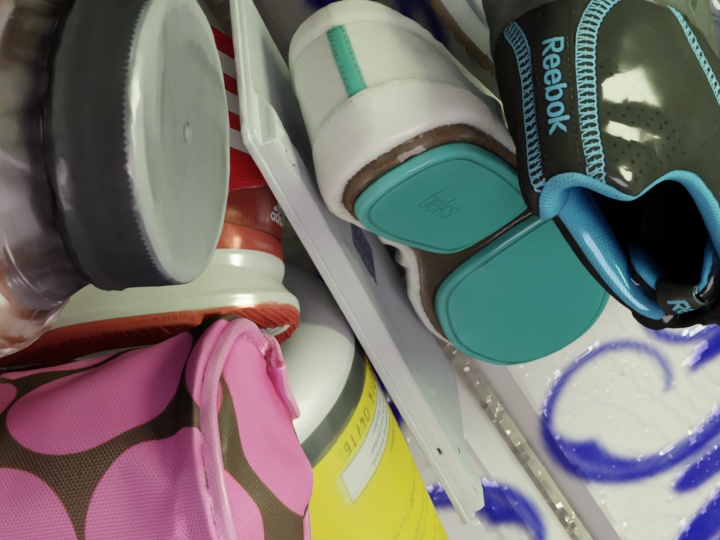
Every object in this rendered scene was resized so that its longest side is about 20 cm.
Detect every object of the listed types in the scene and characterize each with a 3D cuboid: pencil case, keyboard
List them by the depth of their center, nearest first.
[{"bbox_3d":[-0.105,0.064,0.745,0.200,0.094,0.091,-9,123,21],"label":"pencil case"},{"bbox_3d":[0.000,0.000,0.822,0.011,0.056,0.200,-20,141,7],"label":"keyboard"}]

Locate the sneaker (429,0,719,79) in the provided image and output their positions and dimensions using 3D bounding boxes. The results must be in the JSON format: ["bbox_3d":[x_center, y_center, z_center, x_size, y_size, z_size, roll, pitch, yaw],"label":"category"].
[{"bbox_3d":[0.104,-0.081,0.821,0.108,0.070,0.200,-25,137,32],"label":"sneaker"}]

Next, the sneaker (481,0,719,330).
[{"bbox_3d":[0.090,-0.011,0.790,0.073,0.082,0.200,-18,144,28],"label":"sneaker"}]

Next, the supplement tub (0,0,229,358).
[{"bbox_3d":[-0.136,-0.029,0.702,0.200,0.107,0.107,-2,122,16],"label":"supplement tub"}]

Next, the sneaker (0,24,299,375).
[{"bbox_3d":[-0.117,-0.026,0.796,0.200,0.078,0.116,-4,75,3],"label":"sneaker"}]

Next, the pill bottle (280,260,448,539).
[{"bbox_3d":[-0.025,0.102,0.863,0.112,0.112,0.200,-28,123,-7],"label":"pill bottle"}]

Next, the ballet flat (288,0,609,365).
[{"bbox_3d":[0.028,-0.028,0.831,0.069,0.069,0.200,-42,157,3],"label":"ballet flat"}]
